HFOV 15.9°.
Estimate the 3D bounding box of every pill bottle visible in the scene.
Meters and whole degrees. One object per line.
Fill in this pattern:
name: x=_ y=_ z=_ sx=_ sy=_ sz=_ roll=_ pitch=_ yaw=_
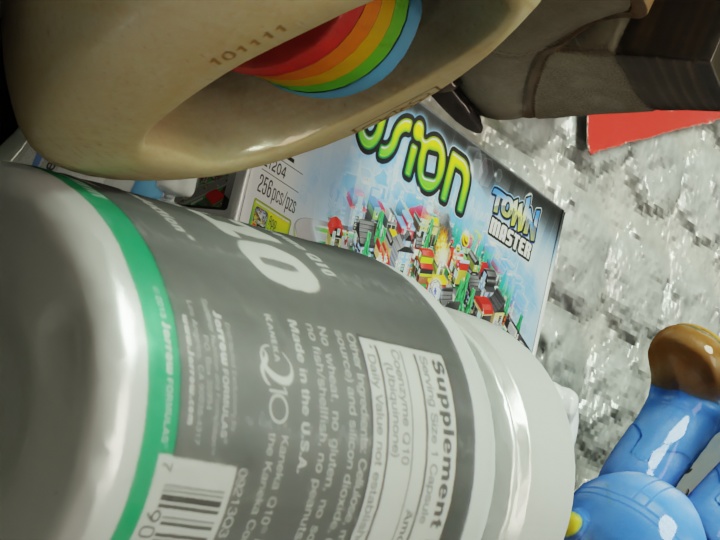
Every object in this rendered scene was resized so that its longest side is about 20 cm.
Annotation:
pill bottle: x=-0.037 y=0.044 z=0.648 sx=0.200 sy=0.113 sz=0.114 roll=15 pitch=82 yaw=-53

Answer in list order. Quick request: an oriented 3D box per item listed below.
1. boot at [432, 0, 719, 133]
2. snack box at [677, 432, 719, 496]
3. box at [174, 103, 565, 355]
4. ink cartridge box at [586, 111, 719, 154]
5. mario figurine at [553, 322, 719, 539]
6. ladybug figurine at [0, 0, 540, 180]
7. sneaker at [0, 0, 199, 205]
boot: x=0.027 y=-0.107 z=0.691 sx=0.070 sy=0.146 sz=0.200 roll=-58 pitch=148 yaw=-27
snack box: x=0.156 y=0.123 z=1.001 sx=0.053 sy=0.142 sz=0.201 roll=39 pitch=59 yaw=-21
box: x=0.000 y=0.000 z=0.827 sx=0.200 sy=0.035 sz=0.111 roll=30 pitch=69 yaw=-56
ink cartridge box: x=0.143 y=-0.154 z=1.025 sx=0.161 sy=0.050 sz=0.201 roll=-16 pitch=107 yaw=-57
mario figurine: x=0.093 y=0.104 z=0.910 sx=0.200 sy=0.123 sz=0.106 roll=-49 pitch=122 yaw=-27
ladybug figurine: x=-0.019 y=-0.075 z=0.586 sx=0.072 sy=0.135 sz=0.200 roll=64 pitch=8 yaw=7
sneaker: x=-0.078 y=-0.098 z=0.652 sx=0.086 sy=0.075 sz=0.201 roll=3 pitch=92 yaw=-53
